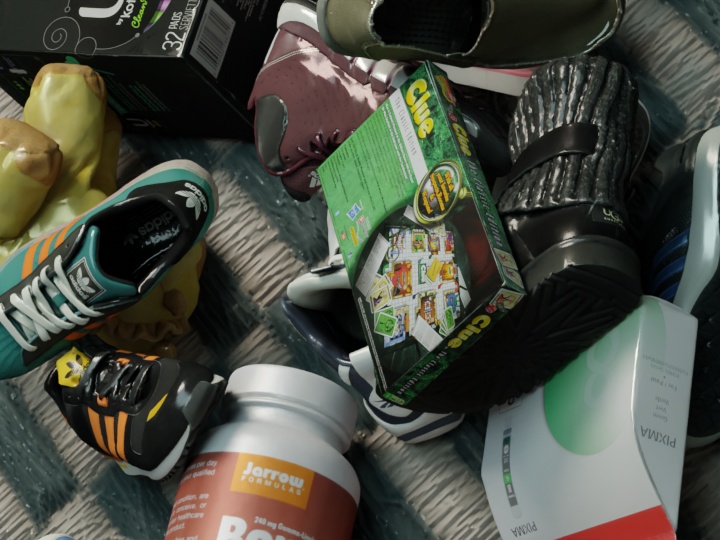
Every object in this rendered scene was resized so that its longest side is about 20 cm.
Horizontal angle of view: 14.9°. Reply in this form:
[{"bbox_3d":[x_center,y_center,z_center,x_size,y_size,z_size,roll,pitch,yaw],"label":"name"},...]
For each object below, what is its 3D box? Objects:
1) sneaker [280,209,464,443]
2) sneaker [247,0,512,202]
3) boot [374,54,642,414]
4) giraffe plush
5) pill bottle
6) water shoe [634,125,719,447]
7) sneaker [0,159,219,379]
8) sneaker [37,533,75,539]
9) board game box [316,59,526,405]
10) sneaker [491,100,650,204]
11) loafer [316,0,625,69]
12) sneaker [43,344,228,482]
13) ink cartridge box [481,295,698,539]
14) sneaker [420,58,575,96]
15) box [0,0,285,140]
[{"bbox_3d":[0.000,0.000,1.722,0.079,0.130,0.200,-19,58,19],"label":"sneaker"},{"bbox_3d":[0.007,-0.081,1.743,0.200,0.076,0.116,36,102,31],"label":"sneaker"},{"bbox_3d":[0.089,-0.018,1.627,0.211,0.079,0.159,-33,44,37],"label":"boot"},{"bbox_3d":[-0.173,-0.015,1.829,0.161,0.173,0.201,22,66,14],"label":"giraffe plush"},{"bbox_3d":[-0.063,0.165,1.681,0.112,0.112,0.201,-1,62,29],"label":"pill bottle"},{"bbox_3d":[0.202,0.013,1.652,0.079,0.071,0.201,-14,57,56],"label":"water shoe"},{"bbox_3d":[-0.178,0.003,1.731,0.200,0.080,0.071,-38,96,12],"label":"sneaker"},{"bbox_3d":[-0.159,0.258,1.712,0.111,0.077,0.201,-13,64,31],"label":"sneaker"},{"bbox_3d":[0.033,-0.025,1.615,0.105,0.023,0.201,-45,38,26],"label":"board game box"},{"bbox_3d":[0.108,-0.024,1.724,0.201,0.073,0.085,-58,27,-4],"label":"sneaker"},{"bbox_3d":[0.075,-0.153,1.681,0.070,0.199,0.076,-144,50,-67],"label":"loafer"},{"bbox_3d":[-0.150,0.082,1.730,0.070,0.090,0.200,-60,11,-15],"label":"sneaker"},{"bbox_3d":[0.124,0.130,1.589,0.161,0.050,0.201,-28,46,56],"label":"ink cartridge box"},{"bbox_3d":[0.053,-0.178,1.789,0.199,0.105,0.075,11,27,28],"label":"sneaker"},{"bbox_3d":[-0.152,-0.184,1.907,0.199,0.124,0.149,5,67,33],"label":"box"}]
